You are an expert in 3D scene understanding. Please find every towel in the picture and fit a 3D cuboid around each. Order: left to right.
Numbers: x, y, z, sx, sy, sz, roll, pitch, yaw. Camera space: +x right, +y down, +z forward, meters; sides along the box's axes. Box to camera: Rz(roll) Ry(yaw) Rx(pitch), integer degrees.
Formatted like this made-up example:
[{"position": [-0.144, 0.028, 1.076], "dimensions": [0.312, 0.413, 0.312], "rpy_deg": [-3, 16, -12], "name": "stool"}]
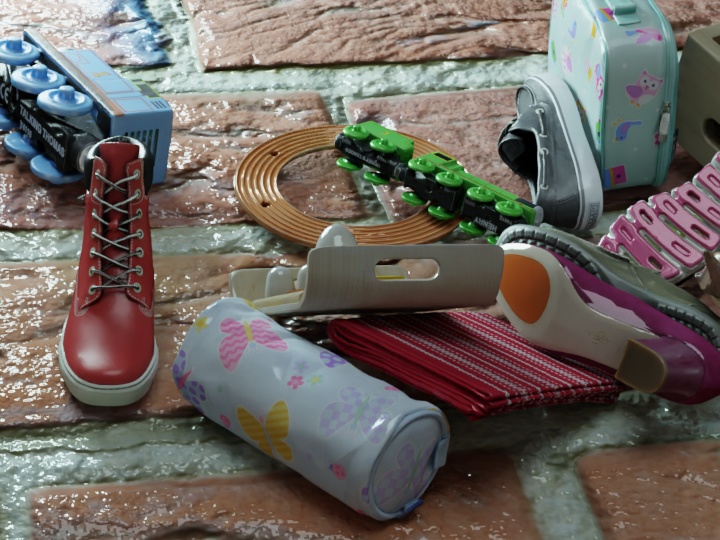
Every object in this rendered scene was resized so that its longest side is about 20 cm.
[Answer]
[{"position": [0.083, 0.064, 1.516], "dimensions": [0.144, 0.023, 0.200], "rpy_deg": [26, 15, 32], "name": "towel"}]

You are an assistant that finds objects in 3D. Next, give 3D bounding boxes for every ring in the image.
[{"position": [-0.005, -0.065, 1.771], "dimensions": [0.199, 0.019, 0.201], "rpy_deg": [3, 33, -2], "name": "ring"}]

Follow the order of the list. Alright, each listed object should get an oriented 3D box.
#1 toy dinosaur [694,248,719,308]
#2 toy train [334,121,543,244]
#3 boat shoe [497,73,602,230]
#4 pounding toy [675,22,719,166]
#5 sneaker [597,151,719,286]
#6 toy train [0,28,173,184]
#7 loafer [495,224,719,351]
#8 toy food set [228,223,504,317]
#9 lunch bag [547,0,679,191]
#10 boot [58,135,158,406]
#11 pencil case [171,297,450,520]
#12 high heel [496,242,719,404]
[{"position": [0.304, 0.006, 1.606], "dimensions": [0.199, 0.086, 0.136], "rpy_deg": [6, 26, -31], "name": "toy dinosaur"}, {"position": [0.064, -0.071, 1.738], "dimensions": [0.199, 0.042, 0.056], "rpy_deg": [28, 29, 31], "name": "toy train"}, {"position": [0.149, -0.100, 1.805], "dimensions": [0.066, 0.070, 0.201], "rpy_deg": [-1, 40, -10], "name": "boat shoe"}, {"position": [0.363, -0.137, 1.843], "dimensions": [0.183, 0.143, 0.200], "rpy_deg": [-19, 50, -31], "name": "pounding toy"}, {"position": [0.264, -0.029, 1.704], "dimensions": [0.200, 0.088, 0.074], "rpy_deg": [-37, 65, -17], "name": "sneaker"}, {"position": [-0.241, -0.135, 1.801], "dimensions": [0.114, 0.087, 0.200], "rpy_deg": [-7, 31, -32], "name": "toy train"}, {"position": [0.189, 0.026, 1.616], "dimensions": [0.199, 0.076, 0.070], "rpy_deg": [30, 17, 21], "name": "loafer"}, {"position": [0.000, 0.000, 1.550], "dimensions": [0.143, 0.061, 0.200], "rpy_deg": [-2, -2, -19], "name": "toy food set"}, {"position": [0.215, -0.171, 1.828], "dimensions": [0.077, 0.161, 0.200], "rpy_deg": [-3, 32, -10], "name": "lunch bag"}, {"position": [-0.179, -0.008, 1.549], "dimensions": [0.072, 0.145, 0.200], "rpy_deg": [2, 34, -6], "name": "boot"}, {"position": [-0.034, 0.090, 1.467], "dimensions": [0.199, 0.084, 0.091], "rpy_deg": [27, 43, 32], "name": "pencil case"}, {"position": [0.180, 0.039, 1.567], "dimensions": [0.096, 0.068, 0.200], "rpy_deg": [6, 27, -45], "name": "high heel"}]
